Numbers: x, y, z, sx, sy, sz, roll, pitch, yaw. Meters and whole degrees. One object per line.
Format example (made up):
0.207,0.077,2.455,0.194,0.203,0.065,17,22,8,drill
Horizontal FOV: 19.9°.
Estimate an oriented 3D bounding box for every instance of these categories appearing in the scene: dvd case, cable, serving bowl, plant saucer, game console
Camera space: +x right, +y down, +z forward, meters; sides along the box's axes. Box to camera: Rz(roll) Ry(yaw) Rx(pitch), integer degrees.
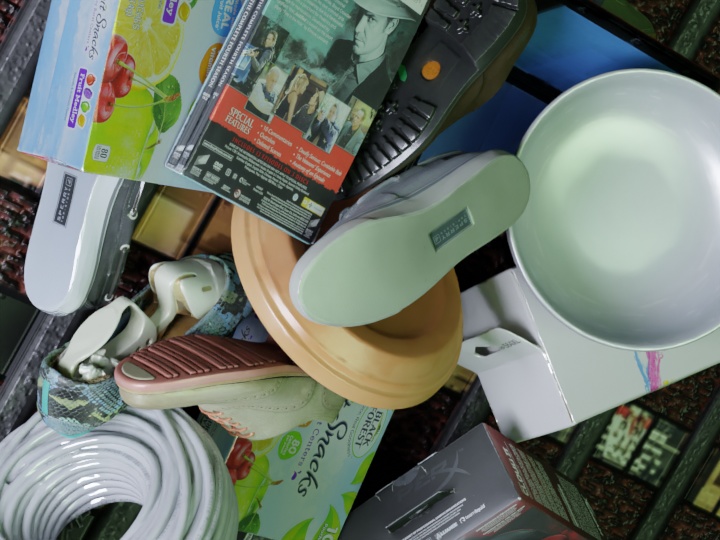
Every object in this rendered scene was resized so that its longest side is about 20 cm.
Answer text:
-0.033,-0.129,1.310,0.146,0.022,0.201,27,89,-52,dvd case
-0.182,0.172,1.382,0.200,0.200,0.069,-36,137,-14,cable
0.195,-0.042,1.474,0.199,0.066,0.201,0,88,-8,serving bowl
0.000,0.000,1.431,0.200,0.201,0.037,19,139,-36,plant saucer
0.133,-0.110,1.501,0.200,0.119,0.173,24,95,-36,game console

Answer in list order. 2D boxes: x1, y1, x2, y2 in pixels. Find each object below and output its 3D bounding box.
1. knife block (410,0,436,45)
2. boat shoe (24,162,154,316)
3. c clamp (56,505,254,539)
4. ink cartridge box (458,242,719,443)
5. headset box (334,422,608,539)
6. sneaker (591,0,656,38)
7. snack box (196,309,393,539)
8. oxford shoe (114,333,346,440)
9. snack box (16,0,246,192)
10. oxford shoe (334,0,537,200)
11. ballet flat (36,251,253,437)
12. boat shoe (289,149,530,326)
-0.004,-0.201,1.381,0.175,0.064,0.200,-41,143,-9,knife block
-0.165,-0.063,1.373,0.066,0.070,0.201,2,108,-51,boat shoe
-0.150,0.167,1.508,0.200,0.027,0.171,-31,124,-20,c clamp
0.172,0.044,1.562,0.199,0.129,0.126,-21,85,-23,ink cartridge box
0.084,0.206,1.580,0.148,0.075,0.200,-35,145,14,headset box
0.154,-0.223,1.495,0.200,0.067,0.090,18,106,-33,sneaker
-0.042,0.097,1.507,0.142,0.053,0.201,21,94,-46,snack box
-0.080,0.085,1.388,0.199,0.071,0.074,-2,111,-39,oxford shoe
-0.107,-0.138,1.297,0.200,0.068,0.169,6,99,-52,snack box
0.048,-0.116,1.399,0.200,0.073,0.084,-41,156,14,oxford shoe
-0.141,0.035,1.402,0.200,0.074,0.074,-43,129,-30,ballet flat
0.024,-0.024,1.385,0.200,0.071,0.070,-30,115,-28,boat shoe
